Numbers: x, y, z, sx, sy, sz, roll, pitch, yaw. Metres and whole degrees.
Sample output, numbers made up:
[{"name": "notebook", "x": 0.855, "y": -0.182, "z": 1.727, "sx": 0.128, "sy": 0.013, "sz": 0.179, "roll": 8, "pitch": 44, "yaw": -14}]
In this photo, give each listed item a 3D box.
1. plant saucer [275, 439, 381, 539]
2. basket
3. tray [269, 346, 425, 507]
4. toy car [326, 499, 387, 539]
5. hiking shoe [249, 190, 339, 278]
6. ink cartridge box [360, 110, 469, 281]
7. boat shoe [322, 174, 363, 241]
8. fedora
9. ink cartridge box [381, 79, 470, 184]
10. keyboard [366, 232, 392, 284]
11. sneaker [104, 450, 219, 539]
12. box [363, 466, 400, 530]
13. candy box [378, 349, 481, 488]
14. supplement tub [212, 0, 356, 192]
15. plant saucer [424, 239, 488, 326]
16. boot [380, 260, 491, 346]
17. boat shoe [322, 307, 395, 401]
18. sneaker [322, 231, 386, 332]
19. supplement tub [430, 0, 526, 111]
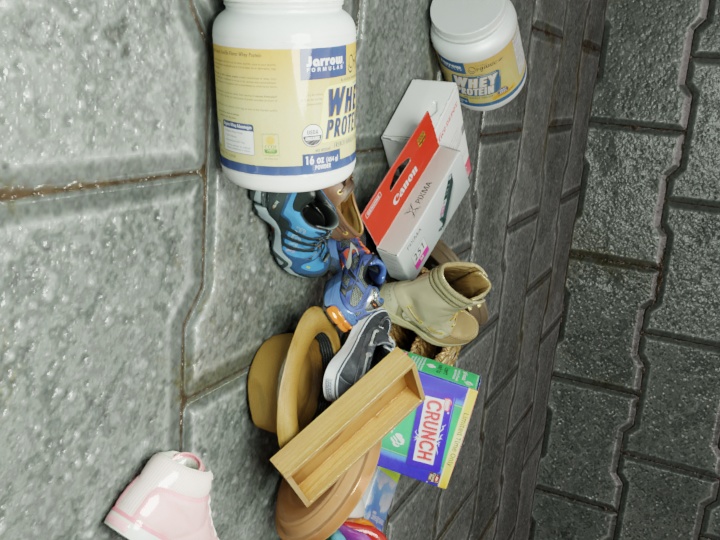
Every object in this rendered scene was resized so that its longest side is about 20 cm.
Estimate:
[{"name": "plant saucer", "x": -0.050, "y": 0.269, "z": 1.037, "sx": 0.032, "sy": 0.200, "sz": 0.201, "roll": 37, "pitch": 58, "yaw": -20}, {"name": "basket", "x": 0.084, "y": 0.094, "z": 1.269, "sx": 0.200, "sy": 0.142, "sz": 0.149, "roll": -60, "pitch": 149, "yaw": -31}, {"name": "tray", "x": -0.011, "y": 0.189, "z": 0.940, "sx": 0.200, "sy": 0.037, "sz": 0.099, "roll": -39, "pitch": 145, "yaw": -15}, {"name": "toy car", "x": -0.032, "y": 0.421, "z": 1.148, "sx": 0.200, "sy": 0.150, "sz": 0.176, "roll": 15, "pitch": 86, "yaw": -66}, {"name": "hiking shoe", "x": -0.065, "y": -0.047, "z": 0.951, "sx": 0.075, "sy": 0.086, "sz": 0.200, "roll": -67, "pitch": 154, "yaw": -25}, {"name": "ink cartridge box", "x": 0.088, "y": -0.105, "z": 1.155, "sx": 0.200, "sy": 0.043, "sz": 0.174, "roll": -58, "pitch": 152, "yaw": -17}, {"name": "boat shoe", "x": -0.039, "y": -0.118, "z": 1.003, "sx": 0.072, "sy": 0.067, "sz": 0.200, "roll": -61, "pitch": 150, "yaw": -35}, {"name": "fedora", "x": -0.088, "y": 0.143, "z": 0.989, "sx": 0.201, "sy": 0.082, "sz": 0.201, "roll": 2, "pitch": 90, "yaw": -70}, {"name": "ink cartridge box", "x": 0.114, "y": -0.192, "z": 1.290, "sx": 0.200, "sy": 0.085, "sz": 0.146, "roll": 72, "pitch": 37, "yaw": -51}, {"name": "keyboard", "x": 0.034, "y": 0.001, "z": 1.207, "sx": 0.200, "sy": 0.021, "sz": 0.127, "roll": -22, "pitch": 98, "yaw": -50}, {"name": "sneaker", "x": -0.182, "y": 0.261, "z": 0.837, "sx": 0.105, "sy": 0.075, "sz": 0.200, "roll": -62, "pitch": 147, "yaw": -23}, {"name": "box", "x": 0.031, "y": 0.367, "z": 1.392, "sx": 0.200, "sy": 0.048, "sz": 0.122, "roll": -70, "pitch": 154, "yaw": -20}, {"name": "candy box", "x": 0.061, "y": 0.210, "z": 1.161, "sx": 0.077, "sy": 0.199, "sz": 0.170, "roll": -49, "pitch": 154, "yaw": -72}, {"name": "supplement tub", "x": -0.076, "y": -0.193, "z": 0.795, "sx": 0.144, "sy": 0.144, "sz": 0.201, "roll": -38, "pitch": 134, "yaw": -56}, {"name": "plant saucer", "x": 0.150, "y": 0.019, "z": 1.368, "sx": 0.029, "sy": 0.200, "sz": 0.200, "roll": -34, "pitch": 141, "yaw": -12}, {"name": "boot", "x": 0.142, "y": 0.051, "z": 1.166, "sx": 0.200, "sy": 0.155, "sz": 0.073, "roll": 26, "pitch": 56, "yaw": -32}, {"name": "boat shoe", "x": 0.016, "y": 0.111, "z": 1.047, "sx": 0.200, "sy": 0.068, "sz": 0.072, "roll": -49, "pitch": 138, "yaw": -59}, {"name": "sneaker", "x": 0.000, "y": 0.000, "z": 1.062, "sx": 0.075, "sy": 0.078, "sz": 0.200, "roll": 56, "pitch": 22, "yaw": -38}, {"name": "supplement tub", "x": 0.200, "y": -0.384, "z": 1.325, "sx": 0.200, "sy": 0.144, "sz": 0.145, "roll": 52, "pitch": 53, "yaw": -59}]
